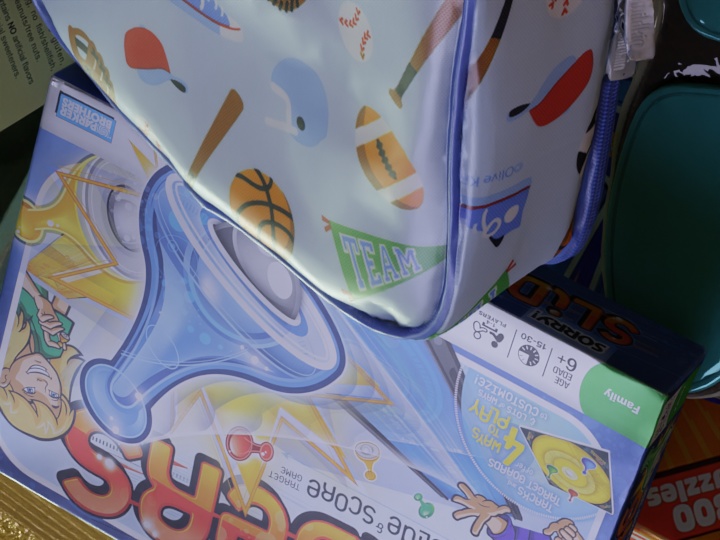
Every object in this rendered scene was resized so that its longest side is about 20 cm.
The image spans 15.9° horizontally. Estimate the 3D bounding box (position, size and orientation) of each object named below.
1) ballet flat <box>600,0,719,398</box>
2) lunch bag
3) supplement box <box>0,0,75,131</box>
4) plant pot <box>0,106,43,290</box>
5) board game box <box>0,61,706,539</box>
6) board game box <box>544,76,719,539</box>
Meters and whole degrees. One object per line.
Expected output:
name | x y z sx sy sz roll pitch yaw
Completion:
ballet flat | 0.110 -0.062 0.713 0.069 0.069 0.201 22 120 29
lunch bag | -0.011 -0.087 0.651 0.200 0.075 0.161 37 140 33
supplement box | -0.181 -0.125 0.786 0.200 0.199 0.135 35 151 45
plant pot | -0.177 -0.093 1.118 0.195 0.197 0.200 27 174 11
board game box | -0.014 0.038 0.746 0.199 0.034 0.136 27 121 17
board game box | 0.078 -0.005 0.868 0.199 0.201 0.200 26 165 17
